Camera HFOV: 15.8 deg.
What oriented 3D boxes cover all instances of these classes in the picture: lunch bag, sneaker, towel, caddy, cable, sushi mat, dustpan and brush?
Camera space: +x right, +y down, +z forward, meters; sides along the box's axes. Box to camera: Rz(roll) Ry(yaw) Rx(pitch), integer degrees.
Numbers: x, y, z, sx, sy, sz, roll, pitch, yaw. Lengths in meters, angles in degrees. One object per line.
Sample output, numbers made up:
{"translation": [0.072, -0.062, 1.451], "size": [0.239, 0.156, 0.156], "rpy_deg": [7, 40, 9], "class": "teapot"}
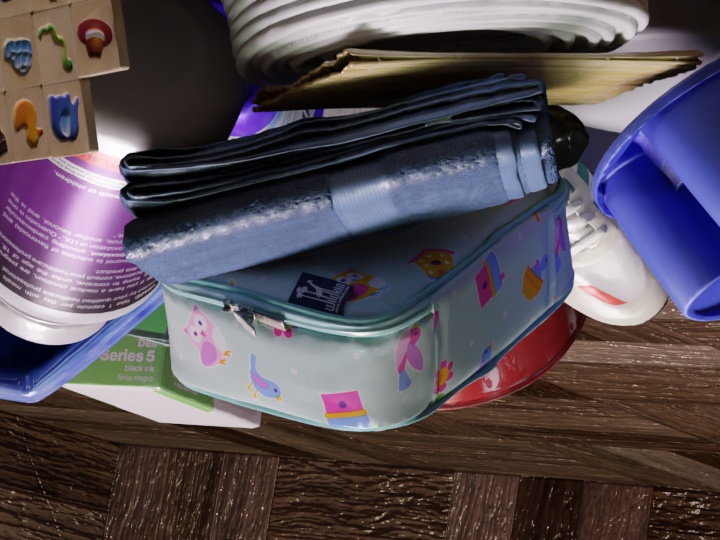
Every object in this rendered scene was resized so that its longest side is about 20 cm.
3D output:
{"translation": [0.000, 0.000, 1.291], "size": [0.160, 0.077, 0.200], "rpy_deg": [17, -146, 32], "class": "lunch bag"}
{"translation": [0.089, -0.042, 1.398], "size": [0.070, 0.200, 0.093], "rpy_deg": [-37, -176, 19], "class": "sneaker"}
{"translation": [-0.009, -0.043, 1.184], "size": [0.200, 0.049, 0.112], "rpy_deg": [-14, 169, 3], "class": "towel"}
{"translation": [0.209, -0.061, 1.272], "size": [0.200, 0.105, 0.141], "rpy_deg": [-16, 155, -28], "class": "caddy"}
{"translation": [0.034, -0.129, 1.182], "size": [0.200, 0.069, 0.200], "rpy_deg": [-2, 174, -24], "class": "cable"}
{"translation": [0.055, -0.089, 1.198], "size": [0.200, 0.012, 0.096], "rpy_deg": [-3, 174, -32], "class": "sushi mat"}
{"translation": [0.091, -0.126, 1.331], "size": [0.200, 0.057, 0.140], "rpy_deg": [5, 160, -15], "class": "dustpan and brush"}

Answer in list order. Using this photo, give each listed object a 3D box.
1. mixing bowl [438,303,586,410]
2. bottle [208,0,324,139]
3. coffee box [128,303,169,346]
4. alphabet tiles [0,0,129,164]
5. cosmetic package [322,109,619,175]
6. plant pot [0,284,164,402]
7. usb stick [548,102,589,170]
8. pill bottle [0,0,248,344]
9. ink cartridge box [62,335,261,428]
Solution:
{"translation": [0.046, -0.022, 1.620], "size": [0.200, 0.200, 0.108], "rpy_deg": [8, 142, 9], "class": "mixing bowl"}
{"translation": [-0.054, -0.097, 1.500], "size": [0.065, 0.084, 0.200], "rpy_deg": [6, 169, 13], "class": "bottle"}
{"translation": [-0.162, -0.046, 1.599], "size": [0.044, 0.123, 0.200], "rpy_deg": [14, -167, -40], "class": "coffee box"}
{"translation": [-0.169, -0.132, 1.199], "size": [0.008, 0.167, 0.200], "rpy_deg": [-9, -177, -38], "class": "alphabet tiles"}
{"translation": [0.084, -0.077, 1.508], "size": [0.200, 0.081, 0.113], "rpy_deg": [7, 170, 8], "class": "cosmetic package"}
{"translation": [-0.224, -0.058, 1.492], "size": [0.200, 0.180, 0.200], "rpy_deg": [16, 142, -36], "class": "plant pot"}
{"translation": [0.028, -0.107, 1.328], "size": [0.200, 0.033, 0.055], "rpy_deg": [30, -172, 23], "class": "usb stick"}
{"translation": [-0.134, -0.050, 1.285], "size": [0.112, 0.113, 0.200], "rpy_deg": [12, 140, -15], "class": "pill bottle"}
{"translation": [-0.122, -0.005, 1.754], "size": [0.084, 0.200, 0.145], "rpy_deg": [2, 168, 26], "class": "ink cartridge box"}
